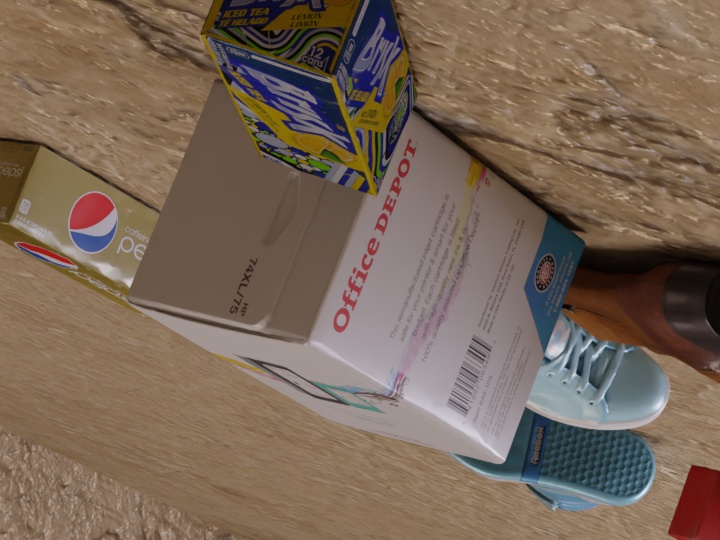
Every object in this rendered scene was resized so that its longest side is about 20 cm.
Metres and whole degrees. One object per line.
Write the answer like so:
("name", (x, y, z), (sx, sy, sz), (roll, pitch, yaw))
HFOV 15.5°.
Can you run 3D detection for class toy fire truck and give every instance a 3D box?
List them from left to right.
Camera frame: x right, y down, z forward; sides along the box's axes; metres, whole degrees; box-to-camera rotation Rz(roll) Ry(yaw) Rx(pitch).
("toy fire truck", (0.307, 0.186, 1.675), (0.200, 0.049, 0.141), (29, 166, -38))

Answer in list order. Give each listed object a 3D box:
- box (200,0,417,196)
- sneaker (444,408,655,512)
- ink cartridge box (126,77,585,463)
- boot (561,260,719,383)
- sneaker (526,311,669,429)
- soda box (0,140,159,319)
("box", (-0.022, -0.100, 1.297), (0.070, 0.064, 0.200), (19, 169, 11))
("sneaker", (0.131, 0.148, 2.158), (0.200, 0.080, 0.131), (22, 167, -4))
("ink cartridge box", (0.000, 0.000, 1.521), (0.146, 0.147, 0.200), (11, 165, 41))
("boot", (0.203, 0.051, 1.605), (0.188, 0.069, 0.200), (27, 168, -30))
("sneaker", (0.119, 0.052, 1.741), (0.200, 0.074, 0.082), (22, 172, -10))
("soda box", (-0.195, -0.026, 1.949), (0.068, 0.064, 0.200), (8, 164, 46))
